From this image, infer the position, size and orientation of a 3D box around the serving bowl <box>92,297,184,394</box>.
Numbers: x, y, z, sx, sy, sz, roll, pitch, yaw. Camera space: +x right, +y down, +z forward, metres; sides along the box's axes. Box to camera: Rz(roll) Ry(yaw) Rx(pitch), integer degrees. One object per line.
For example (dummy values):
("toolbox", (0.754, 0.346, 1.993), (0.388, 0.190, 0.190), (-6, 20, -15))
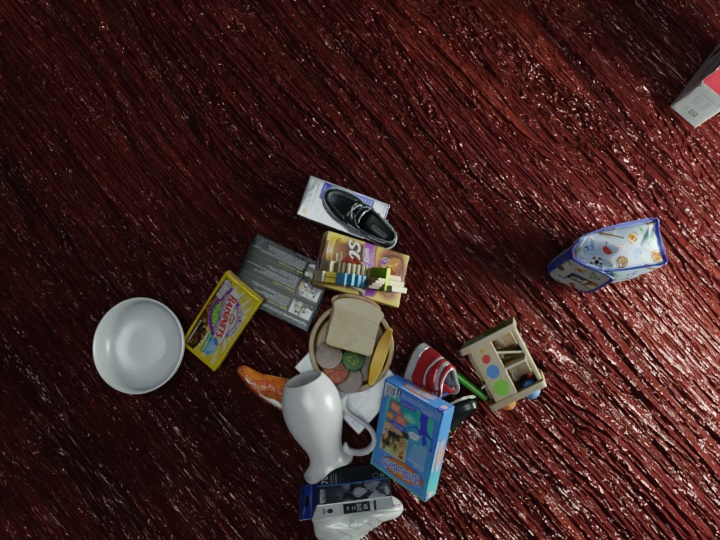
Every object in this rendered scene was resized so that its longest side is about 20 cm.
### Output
("serving bowl", (-0.473, 0.163, 1.265), (0.195, 0.066, 0.205), (0, 83, 2))

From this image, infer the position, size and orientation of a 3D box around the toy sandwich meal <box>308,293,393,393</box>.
("toy sandwich meal", (-0.016, 0.153, 1.209), (0.200, 0.070, 0.211), (0, 84, -1))

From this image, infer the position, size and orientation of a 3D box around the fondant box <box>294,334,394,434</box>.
("fondant box", (-0.025, 0.229, 1.266), (0.200, 0.058, 0.144), (45, 84, 4))

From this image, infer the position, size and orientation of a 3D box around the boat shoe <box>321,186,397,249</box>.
("boat shoe", (-0.003, -0.119, 1.272), (0.199, 0.068, 0.072), (40, 84, 5))

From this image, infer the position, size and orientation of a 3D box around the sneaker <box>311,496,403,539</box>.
("sneaker", (-0.005, 0.528, 1.231), (0.195, 0.075, 0.102), (-9, 102, -2))

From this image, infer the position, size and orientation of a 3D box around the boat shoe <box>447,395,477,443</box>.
("boat shoe", (0.172, 0.330, 1.207), (0.201, 0.073, 0.064), (-45, 48, 26))

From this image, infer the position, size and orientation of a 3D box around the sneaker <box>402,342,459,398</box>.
("sneaker", (0.137, 0.267, 1.212), (0.112, 0.070, 0.204), (30, 112, 39))

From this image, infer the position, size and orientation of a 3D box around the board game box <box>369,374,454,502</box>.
("board game box", (0.101, 0.337, 1.179), (0.150, 0.044, 0.205), (23, 111, 37))

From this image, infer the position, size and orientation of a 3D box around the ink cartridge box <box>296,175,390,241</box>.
("ink cartridge box", (-0.039, -0.137, 1.325), (0.196, 0.037, 0.097), (20, 82, 5))

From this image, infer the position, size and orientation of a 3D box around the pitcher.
("pitcher", (-0.065, 0.305, 1.184), (0.168, 0.121, 0.204), (-19, 100, -11))

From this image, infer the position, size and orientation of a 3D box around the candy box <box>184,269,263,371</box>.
("candy box", (-0.301, 0.110, 1.261), (0.101, 0.026, 0.202), (36, 105, 3))

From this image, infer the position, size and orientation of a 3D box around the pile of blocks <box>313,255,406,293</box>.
("pile of blocks", (0.004, 0.004, 1.196), (0.195, 0.082, 0.064), (8, 86, -18))

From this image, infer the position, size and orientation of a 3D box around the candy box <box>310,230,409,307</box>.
("candy box", (0.000, 0.000, 1.268), (0.196, 0.056, 0.119), (16, 82, -16))

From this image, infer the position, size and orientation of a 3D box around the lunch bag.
("lunch bag", (0.519, -0.026, 1.249), (0.195, 0.170, 0.127), (-8, 78, -3))

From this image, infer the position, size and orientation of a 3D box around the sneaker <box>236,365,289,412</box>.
("sneaker", (-0.178, 0.259, 1.262), (0.198, 0.073, 0.078), (33, 72, -5))

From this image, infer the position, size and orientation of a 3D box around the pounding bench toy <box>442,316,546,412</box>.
("pounding bench toy", (0.273, 0.220, 1.233), (0.197, 0.124, 0.158), (-29, 84, 14))

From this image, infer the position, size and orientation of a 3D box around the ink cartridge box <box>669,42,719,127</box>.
("ink cartridge box", (0.826, -0.451, 1.302), (0.083, 0.176, 0.201), (39, 84, 5))

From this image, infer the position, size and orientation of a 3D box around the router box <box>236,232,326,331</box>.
("router box", (-0.174, 0.027, 1.292), (0.197, 0.051, 0.152), (25, 83, 1))

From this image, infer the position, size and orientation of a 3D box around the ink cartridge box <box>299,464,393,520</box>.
("ink cartridge box", (-0.034, 0.460, 1.214), (0.195, 0.100, 0.040), (-8, 115, -2))
